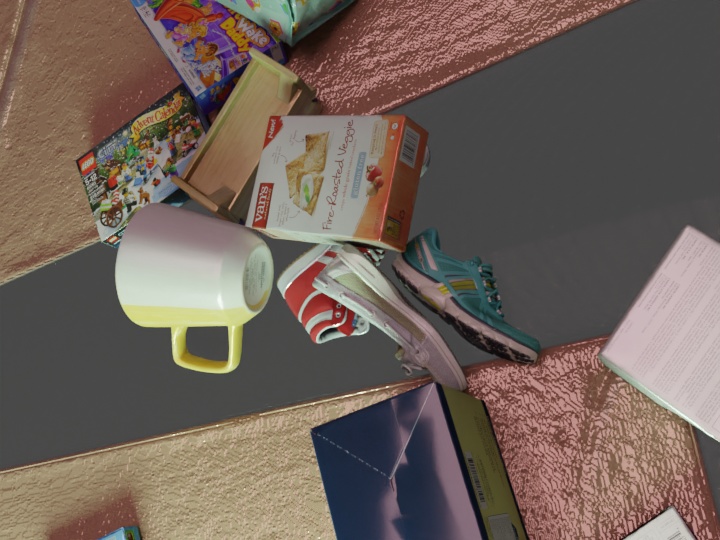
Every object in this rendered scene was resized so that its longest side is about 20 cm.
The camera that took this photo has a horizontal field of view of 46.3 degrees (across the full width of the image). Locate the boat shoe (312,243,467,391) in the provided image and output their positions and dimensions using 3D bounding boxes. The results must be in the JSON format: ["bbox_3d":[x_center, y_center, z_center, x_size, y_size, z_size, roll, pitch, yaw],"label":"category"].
[{"bbox_3d":[0.035,0.063,0.912,0.065,0.074,0.202,-43,96,-3],"label":"boat shoe"}]

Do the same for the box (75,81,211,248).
[{"bbox_3d":[-0.285,-0.142,1.144,0.198,0.038,0.139,-32,68,13],"label":"box"}]

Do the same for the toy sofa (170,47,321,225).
[{"bbox_3d":[-0.139,-0.161,1.051,0.082,0.097,0.202,32,91,19],"label":"toy sofa"}]

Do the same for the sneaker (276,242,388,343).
[{"bbox_3d":[0.000,0.000,0.973,0.199,0.071,0.114,-41,61,17],"label":"sneaker"}]

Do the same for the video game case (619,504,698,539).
[{"bbox_3d":[0.280,0.358,0.789,0.180,0.036,0.202,-37,66,10],"label":"video game case"}]

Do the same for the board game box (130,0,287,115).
[{"bbox_3d":[-0.206,-0.323,1.131,0.133,0.045,0.201,-34,66,-7],"label":"board game box"}]

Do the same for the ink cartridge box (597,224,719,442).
[{"bbox_3d":[0.359,0.078,0.823,0.199,0.050,0.162,37,92,22],"label":"ink cartridge box"}]

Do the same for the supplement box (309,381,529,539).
[{"bbox_3d":[0.070,0.233,0.816,0.132,0.199,0.204,-22,70,16],"label":"supplement box"}]

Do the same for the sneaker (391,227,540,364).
[{"bbox_3d":[0.120,0.026,0.918,0.199,0.078,0.080,41,85,25],"label":"sneaker"}]

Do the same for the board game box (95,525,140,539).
[{"bbox_3d":[-0.313,0.436,1.016,0.149,0.037,0.204,-26,68,15],"label":"board game box"}]

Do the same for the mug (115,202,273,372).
[{"bbox_3d":[-0.184,0.013,1.023,0.150,0.189,0.151,6,51,20],"label":"mug"}]

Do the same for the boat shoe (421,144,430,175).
[{"bbox_3d":[-0.016,-0.138,1.016,0.195,0.065,0.075,-10,74,20],"label":"boat shoe"}]

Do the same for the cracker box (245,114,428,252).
[{"bbox_3d":[-0.030,-0.100,0.941,0.197,0.057,0.137,6,82,37],"label":"cracker box"}]

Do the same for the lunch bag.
[{"bbox_3d":[-0.081,-0.407,1.070,0.169,0.123,0.200,35,66,24],"label":"lunch bag"}]
